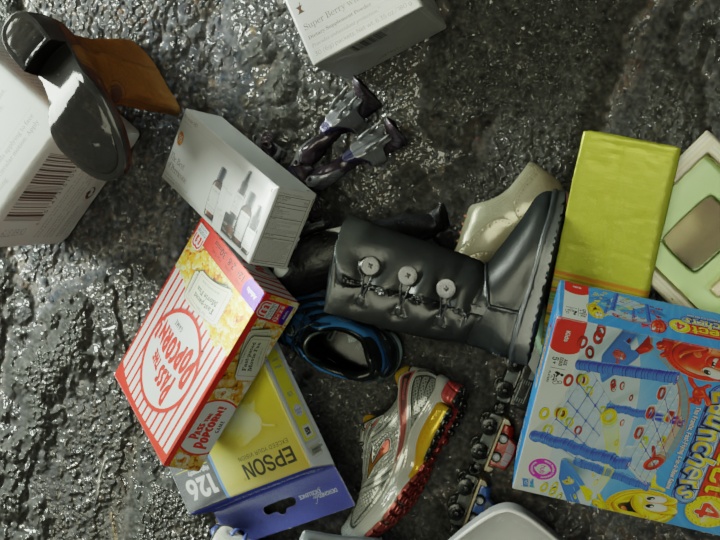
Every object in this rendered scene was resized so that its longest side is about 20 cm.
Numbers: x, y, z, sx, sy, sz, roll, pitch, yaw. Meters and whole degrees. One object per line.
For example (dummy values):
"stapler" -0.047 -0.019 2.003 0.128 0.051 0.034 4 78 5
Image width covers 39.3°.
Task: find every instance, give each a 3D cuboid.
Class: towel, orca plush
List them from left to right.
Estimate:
"orca plush" 0.000 0.000 1.003 0.199 0.105 0.071 -8 59 -10
"towel" 0.218 -0.017 0.884 0.086 0.018 0.201 14 108 20

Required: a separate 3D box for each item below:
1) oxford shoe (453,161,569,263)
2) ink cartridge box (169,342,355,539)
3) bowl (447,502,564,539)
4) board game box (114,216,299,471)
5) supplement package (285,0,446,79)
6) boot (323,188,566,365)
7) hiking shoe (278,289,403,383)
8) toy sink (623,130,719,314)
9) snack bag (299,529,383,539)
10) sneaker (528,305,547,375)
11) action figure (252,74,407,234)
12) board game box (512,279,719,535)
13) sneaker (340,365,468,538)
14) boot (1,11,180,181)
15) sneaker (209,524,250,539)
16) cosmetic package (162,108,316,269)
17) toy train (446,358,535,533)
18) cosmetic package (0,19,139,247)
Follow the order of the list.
"oxford shoe" 0.121 -0.022 0.995 0.200 0.071 0.074 -41 68 8
"ink cartridge box" -0.126 0.184 1.052 0.197 0.047 0.201 -28 84 35
"bowl" 0.144 0.335 0.989 0.200 0.075 0.200 43 102 -3
"board game box" -0.157 0.071 0.997 0.201 0.046 0.151 -59 43 13
"supplement package" -0.018 -0.308 0.982 0.121 0.120 0.201 -25 86 16
"boot" 0.077 -0.016 0.930 0.199 0.066 0.166 15 85 15
"hiking shoe" -0.052 0.054 1.031 0.199 0.087 0.075 21 99 13
"toy sink" 0.334 -0.008 0.906 0.130 0.112 0.200 -45 82 14
"snack bag" -0.011 0.352 1.010 0.021 0.199 0.190 34 104 54
"sneaker" 0.230 0.084 0.960 0.118 0.074 0.201 -29 95 22
"action figure" -0.054 -0.103 1.029 0.200 0.069 0.130 -39 74 11
"board game box" 0.247 0.123 0.878 0.195 0.056 0.201 11 124 7
"sneaker" 0.033 0.189 1.031 0.082 0.078 0.201 30 96 23
"boot" -0.246 -0.166 1.013 0.068 0.200 0.188 -45 78 16
"sneaker" -0.103 0.308 1.043 0.198 0.081 0.116 -20 63 -10
"cosmetic package" -0.127 -0.086 1.006 0.200 0.050 0.083 40 112 44
"toy train" 0.136 0.175 1.016 0.046 0.034 0.201 20 98 1
"cosmetic package" -0.383 -0.150 1.070 0.200 0.165 0.165 42 102 9
